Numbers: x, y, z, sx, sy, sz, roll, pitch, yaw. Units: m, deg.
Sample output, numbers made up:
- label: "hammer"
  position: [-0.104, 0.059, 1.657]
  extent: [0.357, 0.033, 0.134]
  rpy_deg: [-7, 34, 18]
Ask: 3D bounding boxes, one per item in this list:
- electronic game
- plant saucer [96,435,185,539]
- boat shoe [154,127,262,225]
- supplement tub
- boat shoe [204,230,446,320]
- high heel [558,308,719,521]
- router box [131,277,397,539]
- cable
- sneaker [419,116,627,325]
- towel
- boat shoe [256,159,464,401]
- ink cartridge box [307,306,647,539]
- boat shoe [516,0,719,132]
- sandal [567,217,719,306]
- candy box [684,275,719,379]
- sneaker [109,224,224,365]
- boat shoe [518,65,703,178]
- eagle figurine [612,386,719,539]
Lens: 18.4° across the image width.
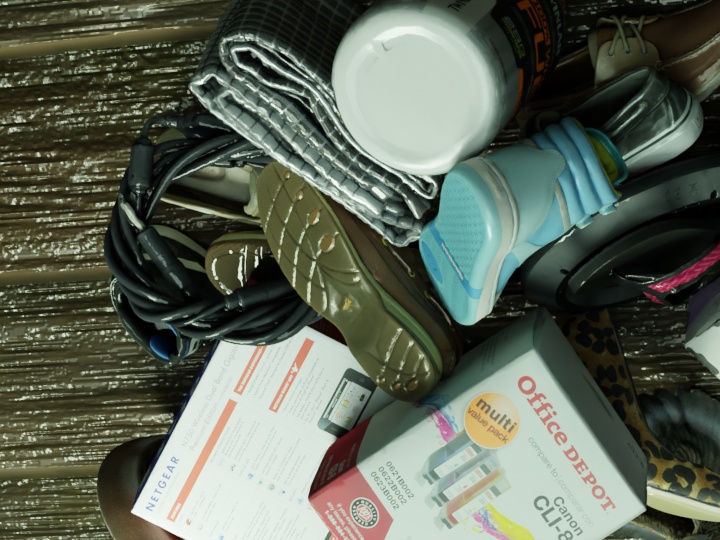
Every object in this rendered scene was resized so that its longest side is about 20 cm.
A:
- label: "electronic game"
  position: [0.209, -0.027, 1.612]
  extent: [0.200, 0.200, 0.042]
  rpy_deg: [-34, 67, 28]
- label: "plant saucer"
  position: [-0.121, 0.203, 1.801]
  extent: [0.200, 0.200, 0.032]
  rpy_deg: [34, 116, -9]
- label: "boat shoe"
  position: [-0.068, -0.062, 1.705]
  extent: [0.199, 0.065, 0.073]
  rpy_deg: [12, 123, 5]
- label: "supplement tub"
  position: [0.068, -0.154, 1.529]
  extent: [0.122, 0.200, 0.123]
  rpy_deg: [9, 117, 19]
- label: "boat shoe"
  position: [-0.019, 0.000, 1.726]
  extent: [0.199, 0.076, 0.072]
  rpy_deg: [13, 128, 5]
- label: "high heel"
  position: [0.232, 0.106, 1.700]
  extent: [0.199, 0.143, 0.071]
  rpy_deg: [18, 166, 10]
- label: "router box"
  position: [-0.053, 0.135, 1.708]
  extent: [0.179, 0.049, 0.201]
  rpy_deg: [28, 104, -6]
- label: "cable"
  position: [-0.086, -0.025, 1.635]
  extent: [0.199, 0.051, 0.164]
  rpy_deg: [16, 79, -2]
- label: "sneaker"
  position: [0.116, -0.034, 1.518]
  extent: [0.080, 0.130, 0.200]
  rpy_deg: [61, 164, 13]
- label: "towel"
  position: [-0.015, -0.126, 1.597]
  extent: [0.200, 0.166, 0.086]
  rpy_deg: [36, 114, -11]
- label: "boat shoe"
  position: [0.000, 0.000, 1.601]
  extent: [0.200, 0.067, 0.072]
  rpy_deg: [53, 134, 4]
- label: "ink cartridge box"
  position: [0.089, 0.147, 1.600]
  extent: [0.200, 0.145, 0.146]
  rpy_deg: [-35, 95, 11]
- label: "boat shoe"
  position: [0.192, -0.145, 1.586]
  extent: [0.199, 0.076, 0.072]
  rpy_deg: [-31, 121, 26]
- label: "sandal"
  position: [0.235, -0.005, 1.570]
  extent: [0.075, 0.199, 0.045]
  rpy_deg: [-47, 59, 50]
- label: "candy box"
  position: [0.372, 0.056, 1.677]
  extent: [0.200, 0.072, 0.168]
  rpy_deg: [42, 121, -15]
- label: "sneaker"
  position: [-0.107, 0.048, 1.753]
  extent: [0.199, 0.112, 0.073]
  rpy_deg: [24, 125, -2]
- label: "boat shoe"
  position: [0.143, -0.086, 1.564]
  extent: [0.199, 0.072, 0.071]
  rpy_deg: [-32, 123, 24]
- label: "eagle figurine"
  position: [0.267, 0.203, 1.777]
  extent: [0.151, 0.151, 0.200]
  rpy_deg: [-37, 71, -9]
